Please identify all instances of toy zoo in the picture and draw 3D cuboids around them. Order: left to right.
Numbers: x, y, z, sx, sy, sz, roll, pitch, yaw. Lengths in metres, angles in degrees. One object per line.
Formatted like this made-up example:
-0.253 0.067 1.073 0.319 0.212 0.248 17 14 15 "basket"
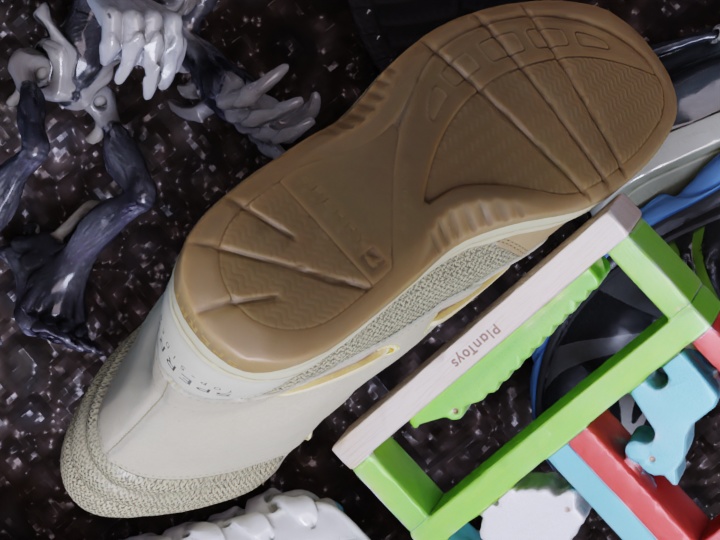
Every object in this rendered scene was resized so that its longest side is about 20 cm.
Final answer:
0.103 0.089 0.901 0.200 0.020 0.131 46 119 -2 "toy zoo"

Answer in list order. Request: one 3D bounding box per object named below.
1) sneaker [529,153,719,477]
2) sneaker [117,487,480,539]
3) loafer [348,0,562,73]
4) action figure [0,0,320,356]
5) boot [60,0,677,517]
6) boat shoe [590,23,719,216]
0.127 0.012 0.921 0.071 0.083 0.200 16 131 -40 "sneaker"
-0.044 0.110 0.949 0.200 0.077 0.081 12 89 -14 "sneaker"
0.033 -0.145 0.930 0.073 0.071 0.200 2 117 20 "loafer"
-0.069 -0.068 0.911 0.119 0.102 0.200 18 99 -49 "action figure"
0.000 0.000 0.910 0.200 0.155 0.073 -36 82 -34 "boot"
0.160 -0.075 0.956 0.199 0.075 0.066 -24 61 2 "boat shoe"
